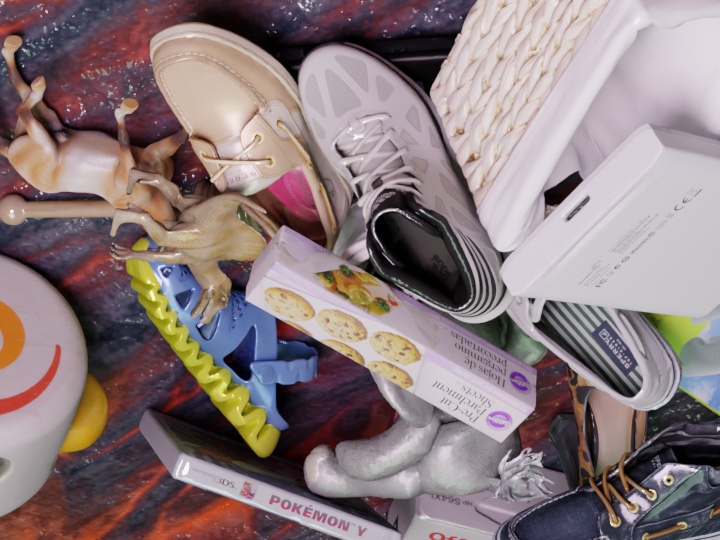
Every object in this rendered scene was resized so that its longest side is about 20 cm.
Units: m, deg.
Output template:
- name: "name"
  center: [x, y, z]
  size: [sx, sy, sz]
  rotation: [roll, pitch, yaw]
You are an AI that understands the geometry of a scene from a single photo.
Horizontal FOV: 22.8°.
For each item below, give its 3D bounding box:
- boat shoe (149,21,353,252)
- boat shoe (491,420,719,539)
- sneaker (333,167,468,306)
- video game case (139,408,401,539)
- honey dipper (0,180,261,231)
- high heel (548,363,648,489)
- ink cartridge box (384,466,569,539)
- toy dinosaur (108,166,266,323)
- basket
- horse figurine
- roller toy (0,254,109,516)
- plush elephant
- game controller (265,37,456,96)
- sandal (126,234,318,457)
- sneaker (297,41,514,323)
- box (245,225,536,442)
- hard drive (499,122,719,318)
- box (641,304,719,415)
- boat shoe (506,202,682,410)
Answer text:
- name: "boat shoe"
  center: [-0.065, -0.076, 1.132]
  size: [0.073, 0.070, 0.200]
  rotation: [-16, 140, 28]
- name: "boat shoe"
  center: [0.187, 0.158, 1.257]
  size: [0.198, 0.071, 0.092]
  rotation: [-11, 133, -15]
- name: "sneaker"
  center: [0.000, 0.000, 1.212]
  size: [0.074, 0.116, 0.200]
  rotation: [45, 141, -4]
- name: "video game case"
  center: [-0.075, 0.162, 1.395]
  size: [0.181, 0.023, 0.200]
  rotation: [22, 180, -15]
- name: "honey dipper"
  center: [-0.164, -0.044, 1.271]
  size: [0.198, 0.038, 0.038]
  rotation: [-1, 137, 14]
- name: "high heel"
  center: [0.198, 0.129, 1.318]
  size: [0.071, 0.144, 0.201]
  rotation: [-6, 145, -17]
- name: "ink cartridge box"
  center: [0.091, 0.243, 1.506]
  size: [0.145, 0.085, 0.201]
  rotation: [15, 137, -7]
- name: "toy dinosaur"
  center: [-0.107, -0.031, 1.156]
  size: [0.100, 0.059, 0.200]
  rotation: [16, 155, -5]
- name: "basket"
  center: [0.140, -0.125, 1.040]
  size: [0.134, 0.124, 0.201]
  rotation: [-9, 146, -31]
- name: "horse figurine"
  center: [-0.186, -0.083, 1.205]
  size: [0.198, 0.050, 0.133]
  rotation: [17, 141, 3]
- name: "roller toy"
  center: [-0.300, 0.087, 1.324]
  size: [0.182, 0.200, 0.140]
  rotation: [43, 138, 14]
- name: "plush elephant"
  center: [0.057, 0.081, 1.300]
  size: [0.164, 0.157, 0.199]
  rotation: [-14, -170, -34]
- name: "game controller"
  center: [-0.007, -0.107, 1.172]
  size: [0.198, 0.042, 0.105]
  rotation: [-3, 137, 12]
- name: "sandal"
  center: [-0.100, 0.043, 1.338]
  size: [0.087, 0.079, 0.201]
  rotation: [-39, 121, -5]
- name: "sneaker"
  center: [0.021, -0.059, 1.061]
  size: [0.075, 0.201, 0.115]
  rotation: [-37, 170, 10]
- name: "box"
  center: [0.021, 0.041, 1.132]
  size: [0.199, 0.039, 0.041]
  rotation: [31, 127, -17]
- name: "hard drive"
  center: [0.191, -0.026, 1.088]
  size: [0.199, 0.027, 0.132]
  rotation: [7, 135, -46]
- name: "box"
  center: [0.270, 0.039, 1.255]
  size: [0.199, 0.048, 0.122]
  rotation: [32, 105, -24]
- name: "boat shoe"
  center: [0.133, 0.012, 1.188]
  size: [0.074, 0.200, 0.067]
  rotation: [-54, 159, 13]
